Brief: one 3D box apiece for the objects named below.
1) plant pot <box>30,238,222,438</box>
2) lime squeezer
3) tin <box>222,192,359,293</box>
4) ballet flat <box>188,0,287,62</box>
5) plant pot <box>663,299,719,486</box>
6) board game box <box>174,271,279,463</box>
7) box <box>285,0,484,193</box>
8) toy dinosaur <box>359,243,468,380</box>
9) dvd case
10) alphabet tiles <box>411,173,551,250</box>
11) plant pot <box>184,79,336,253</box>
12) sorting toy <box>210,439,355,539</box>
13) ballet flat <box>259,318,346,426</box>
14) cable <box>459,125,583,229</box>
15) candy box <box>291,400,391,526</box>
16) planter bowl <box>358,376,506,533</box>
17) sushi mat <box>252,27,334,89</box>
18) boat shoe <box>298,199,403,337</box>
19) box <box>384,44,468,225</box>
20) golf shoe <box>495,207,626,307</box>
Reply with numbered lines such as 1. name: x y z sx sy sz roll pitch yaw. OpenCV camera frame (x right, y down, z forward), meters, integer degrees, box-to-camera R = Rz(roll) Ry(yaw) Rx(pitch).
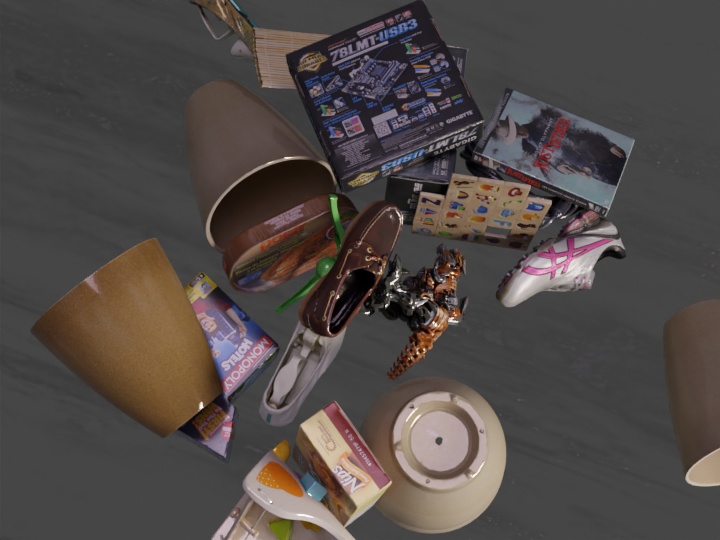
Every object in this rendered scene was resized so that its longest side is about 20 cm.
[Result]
1. plant pot: -0.263 0.096 1.238 0.186 0.186 0.201 -38 90 -13
2. lime squeezer: -0.047 -0.014 1.362 0.070 0.201 0.038 -13 50 -47
3. tin: -0.091 -0.038 1.372 0.199 0.112 0.042 -26 64 -10
4. ballet flat: -0.179 -0.351 1.499 0.071 0.071 0.200 -40 80 -13
5. plant pot: 0.472 0.145 1.315 0.186 0.188 0.201 -11 59 -6
6. board game box: -0.208 0.143 1.337 0.200 0.062 0.200 43 76 10
7. box: 0.029 -0.224 1.301 0.199 0.050 0.200 -23 68 -4
8. toy dinosaur: 0.079 0.047 1.363 0.135 0.102 0.201 30 44 -14
9. dvd case: 0.268 -0.167 1.417 0.199 0.022 0.146 24 55 9
10. alphabet tiles: 0.156 -0.076 1.347 0.166 0.200 0.008 9 70 1
11. plant pot: -0.159 -0.155 1.381 0.186 0.188 0.201 -25 60 -10
12. sorting toy: -0.069 0.318 1.241 0.180 0.200 0.107 38 52 6
13. ballet flat: -0.073 0.112 1.349 0.069 0.070 0.201 26 73 6
14. cable: 0.234 -0.151 1.436 0.163 0.051 0.200 -37 65 -24
15. candy box: -0.027 0.240 1.239 0.055 0.200 0.116 -32 76 -16
16. planter bowl: 0.093 0.223 1.285 0.198 0.135 0.202 0 73 -1
17. sushi mat: -0.060 -0.300 1.470 0.198 0.012 0.097 -2 72 -28
18. boat shoe: 0.000 0.000 1.316 0.070 0.070 0.201 37 79 -31
19. box: 0.087 -0.182 1.398 0.085 0.164 0.202 8 73 0
20. golf shoe: 0.276 -0.004 1.396 0.199 0.073 0.092 -35 78 -12
